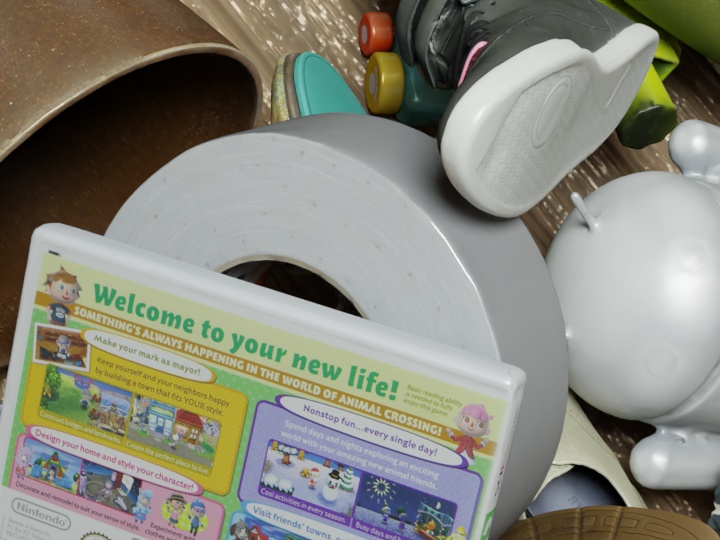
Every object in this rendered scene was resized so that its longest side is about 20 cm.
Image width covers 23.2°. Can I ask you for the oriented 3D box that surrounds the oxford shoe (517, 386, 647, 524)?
[{"bbox_3d":[0.075,0.074,0.804,0.071,0.074,0.200,-43,88,0],"label":"oxford shoe"}]

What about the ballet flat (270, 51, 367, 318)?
[{"bbox_3d":[0.000,0.000,0.772,0.070,0.071,0.201,-26,78,-22],"label":"ballet flat"}]

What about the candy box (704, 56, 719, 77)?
[{"bbox_3d":[0.239,-0.143,0.939,0.115,0.055,0.201,-34,85,-21],"label":"candy box"}]

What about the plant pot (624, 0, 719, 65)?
[{"bbox_3d":[0.165,-0.192,0.824,0.200,0.187,0.187,49,66,-12],"label":"plant pot"}]

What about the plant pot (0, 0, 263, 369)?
[{"bbox_3d":[-0.173,-0.092,0.744,0.186,0.187,0.200,-34,72,-23],"label":"plant pot"}]

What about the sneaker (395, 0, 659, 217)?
[{"bbox_3d":[0.046,-0.082,0.701,0.099,0.071,0.200,29,25,15],"label":"sneaker"}]

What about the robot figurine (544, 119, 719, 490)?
[{"bbox_3d":[0.164,0.019,0.819,0.198,0.112,0.172,13,80,-33],"label":"robot figurine"}]

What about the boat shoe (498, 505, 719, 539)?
[{"bbox_3d":[0.063,0.153,0.749,0.198,0.073,0.063,-14,109,19],"label":"boat shoe"}]

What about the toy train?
[{"bbox_3d":[-0.009,-0.082,0.845,0.150,0.056,0.201,37,67,-4],"label":"toy train"}]

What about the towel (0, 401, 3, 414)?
[{"bbox_3d":[-0.103,0.110,0.711,0.199,0.024,0.146,-36,85,20],"label":"towel"}]

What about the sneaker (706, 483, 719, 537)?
[{"bbox_3d":[0.195,0.143,0.802,0.077,0.086,0.201,32,96,33],"label":"sneaker"}]

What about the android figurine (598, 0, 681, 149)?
[{"bbox_3d":[0.082,-0.147,0.865,0.181,0.041,0.201,6,47,-39],"label":"android figurine"}]

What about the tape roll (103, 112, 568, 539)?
[{"bbox_3d":[-0.018,0.040,0.716,0.201,0.200,0.066,59,30,6],"label":"tape roll"}]

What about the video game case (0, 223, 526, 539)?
[{"bbox_3d":[-0.051,0.096,0.668,0.198,0.022,0.184,17,104,17],"label":"video game case"}]
